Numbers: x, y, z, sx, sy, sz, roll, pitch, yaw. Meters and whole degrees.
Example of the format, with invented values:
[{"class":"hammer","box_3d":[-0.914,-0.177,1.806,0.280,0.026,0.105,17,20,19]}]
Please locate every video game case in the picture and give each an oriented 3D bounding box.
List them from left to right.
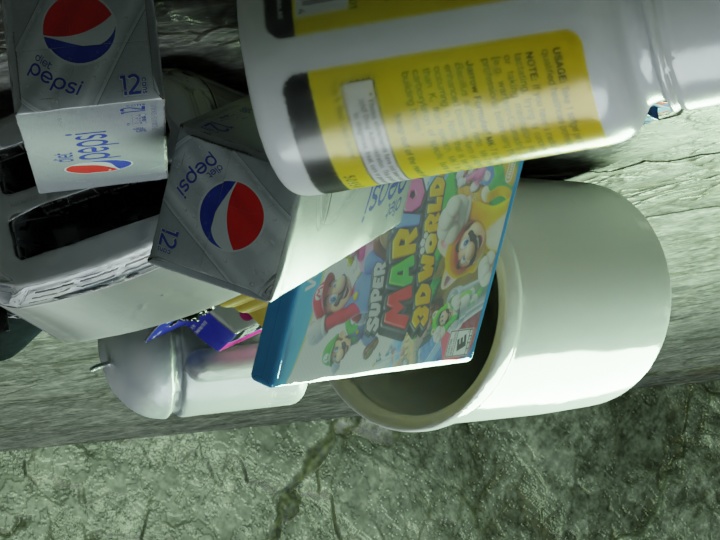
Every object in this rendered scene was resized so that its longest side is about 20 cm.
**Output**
[{"class":"video game case","box_3d":[0.020,-0.012,1.559,0.018,0.144,0.199,22,-165,32]}]

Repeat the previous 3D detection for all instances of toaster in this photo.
[{"class":"toaster","box_3d":[-0.117,-0.037,1.487,0.199,0.114,0.129,-16,168,15]}]

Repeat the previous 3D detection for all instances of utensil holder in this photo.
[{"class":"utensil holder","box_3d":[0.090,0.017,1.904,0.169,0.171,0.199,-14,173,39]}]

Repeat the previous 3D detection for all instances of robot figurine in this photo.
[{"class":"robot figurine","box_3d":[-0.110,0.050,2.122,0.198,0.114,0.170,-5,-169,-13]}]

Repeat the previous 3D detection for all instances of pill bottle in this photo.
[{"class":"pill bottle","box_3d":[0.057,-0.102,1.185,0.198,0.115,0.114,-9,172,12]}]

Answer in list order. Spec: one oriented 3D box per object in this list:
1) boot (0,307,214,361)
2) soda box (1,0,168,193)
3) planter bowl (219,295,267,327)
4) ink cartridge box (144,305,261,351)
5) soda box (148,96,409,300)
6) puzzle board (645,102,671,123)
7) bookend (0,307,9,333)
[{"class":"boot","box_3d":[-0.184,0.015,1.931,0.167,0.077,0.200,-2,165,-10]},{"class":"soda box","box_3d":[-0.125,-0.085,1.312,0.068,0.064,0.200,-6,172,-4]},{"class":"planter bowl","box_3d":[0.000,0.000,1.675,0.199,0.084,0.200,-22,180,0]},{"class":"ink cartridge box","box_3d":[-0.054,0.015,2.008,0.199,0.037,0.095,-23,176,-13]},{"class":"soda box","box_3d":[-0.030,-0.045,1.352,0.063,0.069,0.200,19,-164,14]},{"class":"puzzle board","box_3d":[0.083,-0.090,1.658,0.150,0.018,0.200,-12,170,29]},{"class":"bookend","box_3d":[-0.341,0.015,1.726,0.199,0.093,0.199,-6,174,-25]}]
